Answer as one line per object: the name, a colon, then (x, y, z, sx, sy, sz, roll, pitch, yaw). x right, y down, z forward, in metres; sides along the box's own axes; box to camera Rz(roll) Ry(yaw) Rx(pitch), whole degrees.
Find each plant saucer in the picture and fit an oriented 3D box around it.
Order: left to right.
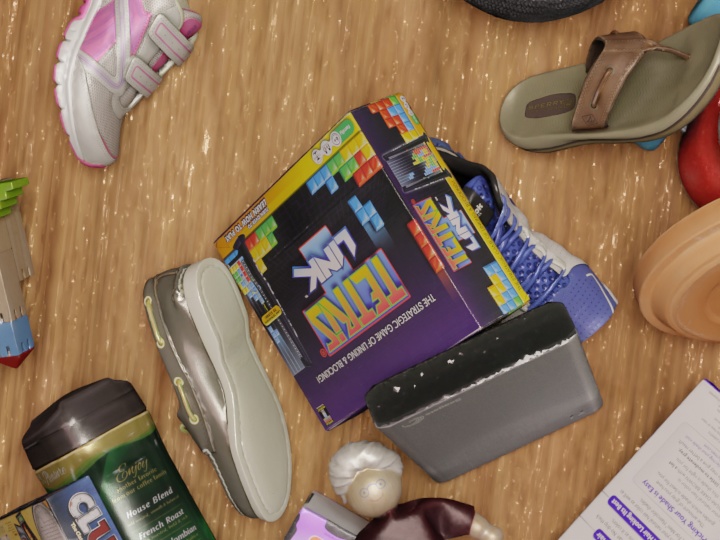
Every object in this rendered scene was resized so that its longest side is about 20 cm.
plant saucer: (0.286, -0.001, 0.961, 0.200, 0.200, 0.032, -14, 61, 5)

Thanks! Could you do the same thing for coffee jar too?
coffee jar: (-0.169, 0.179, 1.043, 0.085, 0.104, 0.200, -28, 90, -31)

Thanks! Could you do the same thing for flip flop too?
flip flop: (0.168, -0.131, 0.978, 0.058, 0.200, 0.081, 35, 62, -35)

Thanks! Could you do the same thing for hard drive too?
hard drive: (0.090, 0.088, 0.974, 0.139, 0.200, 0.033, -26, 67, 5)

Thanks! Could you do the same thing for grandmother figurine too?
grandmother figurine: (0.043, 0.206, 0.986, 0.121, 0.061, 0.200, -29, 84, -17)

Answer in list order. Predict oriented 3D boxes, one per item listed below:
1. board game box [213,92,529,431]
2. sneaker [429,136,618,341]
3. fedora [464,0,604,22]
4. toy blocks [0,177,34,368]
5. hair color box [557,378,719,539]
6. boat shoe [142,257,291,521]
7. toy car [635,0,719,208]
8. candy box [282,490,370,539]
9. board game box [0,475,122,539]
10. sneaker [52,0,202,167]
board game box: (0.000, 0.000, 0.983, 0.200, 0.057, 0.165, -40, 79, 49)
sneaker: (0.090, -0.017, 1.012, 0.199, 0.115, 0.081, 44, 95, 2)
fedora: (0.119, -0.273, 1.012, 0.200, 0.092, 0.201, 0, 92, 5)
toy blocks: (-0.323, 0.012, 1.063, 0.200, 0.100, 0.137, -8, 100, 15)
hair color box: (0.224, 0.191, 1.010, 0.200, 0.065, 0.109, -48, 48, 4)
boat shoe: (-0.106, 0.092, 1.056, 0.060, 0.072, 0.202, -13, 99, 26)
toy car: (0.295, -0.111, 0.950, 0.184, 0.200, 0.177, 35, 94, 2)
candy box: (-0.014, 0.294, 1.052, 0.168, 0.072, 0.200, 29, 93, 3)
board game box: (-0.202, 0.223, 1.008, 0.035, 0.200, 0.136, -28, 90, -29)
sneaker: (-0.165, -0.171, 1.044, 0.088, 0.081, 0.200, 12, 93, 6)
